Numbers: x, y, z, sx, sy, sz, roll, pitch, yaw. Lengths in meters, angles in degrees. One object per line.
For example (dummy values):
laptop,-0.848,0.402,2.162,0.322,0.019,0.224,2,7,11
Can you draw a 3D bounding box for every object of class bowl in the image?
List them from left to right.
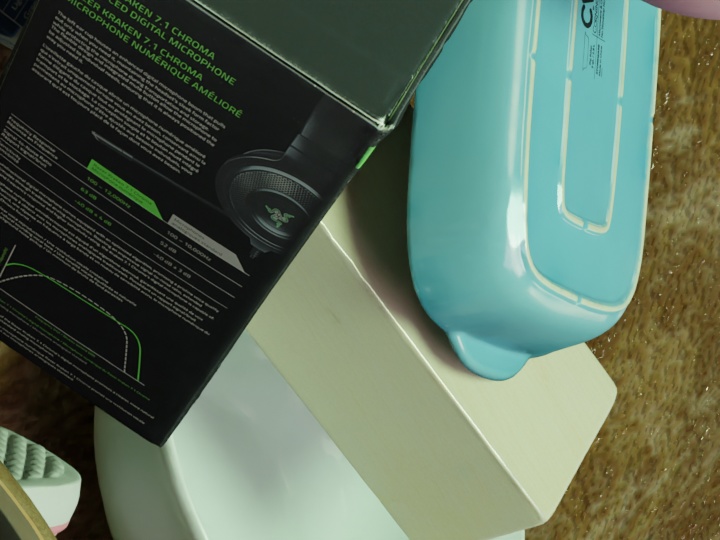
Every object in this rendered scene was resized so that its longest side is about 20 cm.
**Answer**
bowl,-0.034,0.075,0.898,0.201,0.090,0.202,30,48,-40

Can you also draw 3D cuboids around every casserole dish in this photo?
casserole dish,0.066,-0.062,0.827,0.121,0.039,0.201,19,72,-55

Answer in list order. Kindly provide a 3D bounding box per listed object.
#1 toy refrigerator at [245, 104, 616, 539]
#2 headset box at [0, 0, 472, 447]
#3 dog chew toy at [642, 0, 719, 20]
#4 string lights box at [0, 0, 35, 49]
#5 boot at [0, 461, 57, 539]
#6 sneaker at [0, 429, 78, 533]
toy refrigerator,0.000,0.000,0.853,0.200,0.070,0.076,52,44,-17
headset box,-0.025,-0.077,0.672,0.174,0.093,0.200,-59,-177,-37
dog chew toy,0.098,-0.175,0.733,0.125,0.124,0.200,-46,130,-19
string lights box,-0.134,-0.151,0.691,0.103,0.059,0.200,-58,143,-4
boot,-0.136,0.044,0.699,0.075,0.200,0.074,-3,123,-50
sneaker,-0.187,0.102,0.768,0.200,0.075,0.105,-1,111,-43
